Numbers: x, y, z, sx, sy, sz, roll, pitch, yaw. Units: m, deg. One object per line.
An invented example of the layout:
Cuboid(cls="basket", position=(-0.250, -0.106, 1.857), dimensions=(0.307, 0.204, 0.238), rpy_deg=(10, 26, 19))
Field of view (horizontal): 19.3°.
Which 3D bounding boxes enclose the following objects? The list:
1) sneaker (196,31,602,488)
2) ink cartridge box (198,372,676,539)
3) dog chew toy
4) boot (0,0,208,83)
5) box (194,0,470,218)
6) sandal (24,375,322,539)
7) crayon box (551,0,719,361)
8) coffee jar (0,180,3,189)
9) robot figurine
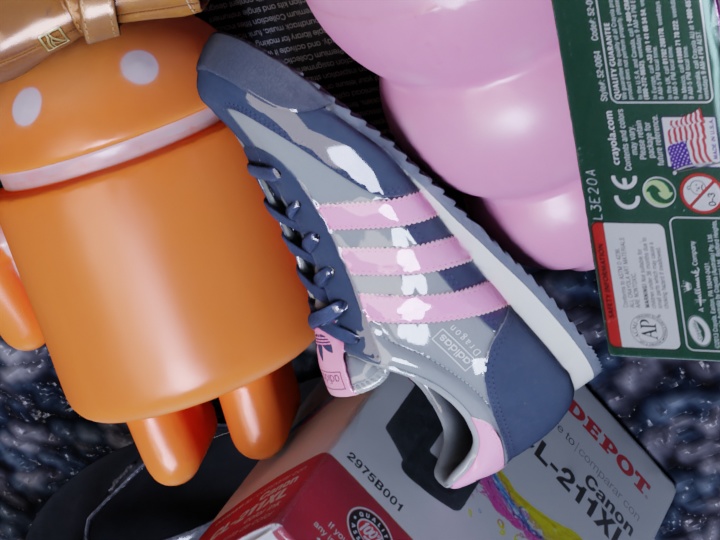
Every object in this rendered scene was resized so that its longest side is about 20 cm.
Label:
Cuboid(cls="sneaker", position=(0.000, 0.000, 0.793), dimensions=(0.200, 0.082, 0.070), rpy_deg=(43, 174, -13))
Cuboid(cls="ink cartridge box", position=(0.031, 0.110, 0.872), dimensions=(0.146, 0.200, 0.083), rpy_deg=(47, 130, -7))
Cuboid(cls="dog chew toy", position=(0.055, -0.086, 0.783), dimensions=(0.124, 0.125, 0.201), rpy_deg=(-5, 127, 32))
Cuboid(cls="boot", position=(-0.126, -0.159, 0.820), dimensions=(0.154, 0.201, 0.077), rpy_deg=(-11, 139, 15))
Cuboid(cls="box", position=(-0.041, -0.091, 0.886), dimensions=(0.142, 0.036, 0.201), rpy_deg=(-6, 116, 34))
Cuboid(cls="sandal", position=(-0.078, 0.101, 0.976), dimensions=(0.199, 0.043, 0.077), rpy_deg=(-30, 69, 11))
Cuboid(cls="crayon box", position=(0.117, -0.101, 0.693), dimensions=(0.058, 0.173, 0.202), rpy_deg=(2, 122, 25))
Cuboid(cls="coffee jar", position=(-0.195, -0.098, 0.932), dimensions=(0.200, 0.085, 0.104), rpy_deg=(51, 153, -10))
Cuboid(cls="robot figurine", position=(-0.086, -0.018, 0.852), dimensions=(0.143, 0.116, 0.202), rpy_deg=(-5, 107, 47))
